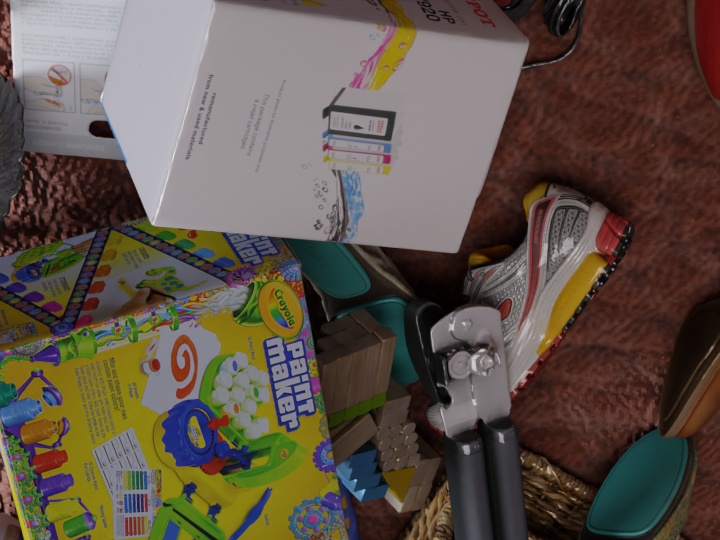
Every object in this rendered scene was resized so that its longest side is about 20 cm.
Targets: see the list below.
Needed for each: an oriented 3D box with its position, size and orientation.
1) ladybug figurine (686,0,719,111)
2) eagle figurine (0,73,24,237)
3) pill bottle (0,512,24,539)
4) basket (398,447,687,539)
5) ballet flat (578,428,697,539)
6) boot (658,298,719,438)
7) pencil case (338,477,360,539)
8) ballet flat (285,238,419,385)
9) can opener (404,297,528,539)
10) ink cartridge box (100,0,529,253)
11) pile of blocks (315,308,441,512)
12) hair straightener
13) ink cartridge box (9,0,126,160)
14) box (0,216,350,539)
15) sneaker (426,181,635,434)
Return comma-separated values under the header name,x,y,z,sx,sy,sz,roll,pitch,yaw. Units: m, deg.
name,x,y,z,sx,sy,sz,roll,pitch,yaw
ladybug figurine,0.269,-0.161,1.212,0.135,0.072,0.201,-7,115,6
eagle figurine,-0.274,-0.008,1.270,0.151,0.151,0.201,-25,113,-29
pill bottle,-0.197,0.263,1.411,0.199,0.116,0.116,26,114,-9
basket,0.123,0.235,1.368,0.199,0.143,0.149,30,114,-12
ballet flat,0.179,0.198,1.343,0.070,0.200,0.071,23,147,16
boot,0.302,0.057,1.317,0.154,0.074,0.201,25,117,-14
pencil case,-0.049,0.166,1.376,0.078,0.087,0.201,10,123,43
ballet flat,0.000,0.000,1.302,0.067,0.063,0.200,-12,141,17
can opener,0.074,0.112,1.291,0.052,0.066,0.201,-17,107,-23
ink cartridge box,-0.031,-0.115,1.174,0.199,0.147,0.145,5,121,-25
pile of blocks,-0.007,0.097,1.321,0.082,0.062,0.201,-37,141,-13
hair straightener,0.136,-0.193,1.220,0.077,0.041,0.201,24,114,-8
ink cartridge box,-0.140,-0.164,1.253,0.159,0.047,0.201,4,126,0
box,-0.125,0.085,1.203,0.191,0.122,0.201,-15,118,-13
sneaker,0.100,0.026,1.319,0.082,0.078,0.201,37,114,9
